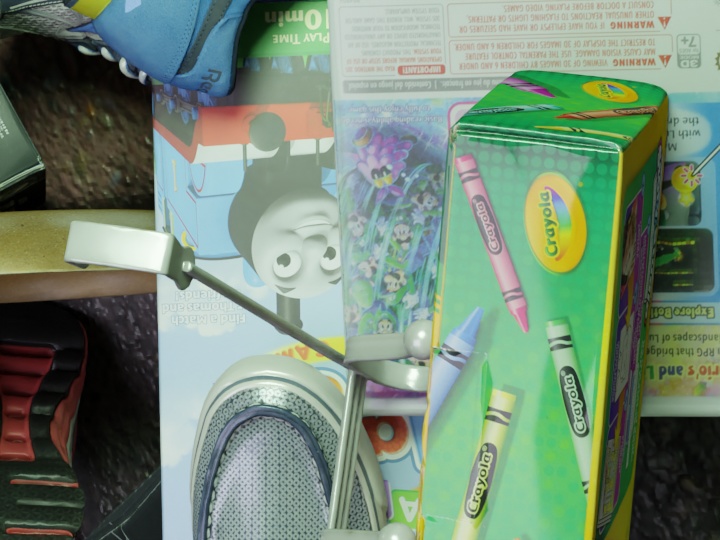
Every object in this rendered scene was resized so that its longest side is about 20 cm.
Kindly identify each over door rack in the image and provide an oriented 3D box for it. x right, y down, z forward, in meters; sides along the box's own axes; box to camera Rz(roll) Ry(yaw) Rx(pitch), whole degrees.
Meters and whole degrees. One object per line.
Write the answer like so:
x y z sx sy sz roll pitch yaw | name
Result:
-0.025 0.081 0.948 0.066 0.200 0.148 1 77 32 | over door rack

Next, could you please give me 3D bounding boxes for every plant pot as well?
-0.142 -0.005 1.200 0.200 0.200 0.028 -5 87 40 | plant pot

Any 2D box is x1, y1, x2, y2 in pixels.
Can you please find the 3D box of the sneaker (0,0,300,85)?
-0.084 -0.104 1.186 0.200 0.077 0.085 -9 109 43 | sneaker

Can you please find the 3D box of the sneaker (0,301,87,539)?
-0.150 0.104 1.274 0.073 0.200 0.087 7 130 0 | sneaker

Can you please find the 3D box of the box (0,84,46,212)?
-0.196 -0.112 1.230 0.200 0.043 0.160 61 173 1 | box

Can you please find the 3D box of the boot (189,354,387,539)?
-0.027 0.136 1.052 0.073 0.090 0.201 -3 110 10 | boot

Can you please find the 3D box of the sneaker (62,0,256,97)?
-0.027 -0.156 1.082 0.078 0.200 0.066 32 172 -12 | sneaker

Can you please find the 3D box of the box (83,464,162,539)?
0.004 0.146 1.194 0.200 0.115 0.132 53 131 8 | box

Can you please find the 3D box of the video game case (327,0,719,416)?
0.089 -0.039 1.035 0.199 0.024 0.183 -1 102 12 | video game case

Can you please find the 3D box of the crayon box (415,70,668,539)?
0.060 0.042 0.985 0.058 0.119 0.201 6 103 11 | crayon box

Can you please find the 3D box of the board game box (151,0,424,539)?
0.000 0.000 1.101 0.151 0.037 0.201 -2 89 9 | board game box
